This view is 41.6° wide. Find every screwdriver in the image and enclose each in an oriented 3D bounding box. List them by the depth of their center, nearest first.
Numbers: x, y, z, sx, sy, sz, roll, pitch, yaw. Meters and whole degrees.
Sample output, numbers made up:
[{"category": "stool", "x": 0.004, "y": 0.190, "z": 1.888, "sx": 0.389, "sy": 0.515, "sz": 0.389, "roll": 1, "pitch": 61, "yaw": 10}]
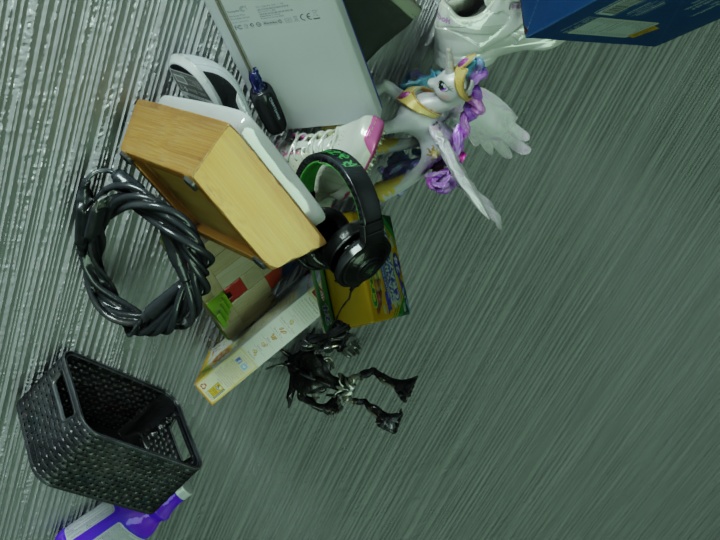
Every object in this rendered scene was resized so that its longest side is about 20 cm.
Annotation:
[{"category": "screwdriver", "x": -0.109, "y": -0.209, "z": 0.930, "sx": 0.029, "sy": 0.028, "sz": 0.201, "roll": -22, "pitch": 141, "yaw": -4}]

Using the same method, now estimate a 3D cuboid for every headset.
[{"category": "headset", "x": -0.033, "y": -0.019, "z": 0.961, "sx": 0.093, "sy": 0.123, "sz": 0.203, "roll": -21, "pitch": 119, "yaw": -33}]

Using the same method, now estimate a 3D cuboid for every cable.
[{"category": "cable", "x": -0.230, "y": -0.007, "z": 1.005, "sx": 0.051, "sy": 0.161, "sz": 0.202, "roll": -57, "pitch": 167, "yaw": -50}]

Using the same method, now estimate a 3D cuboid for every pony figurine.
[{"category": "pony figurine", "x": 0.086, "y": -0.146, "z": 1.055, "sx": 0.198, "sy": 0.168, "sz": 0.193, "roll": -18, "pitch": 130, "yaw": 37}]

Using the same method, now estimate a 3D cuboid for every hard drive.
[{"category": "hard drive", "x": -0.067, "y": -0.223, "z": 0.942, "sx": 0.130, "sy": 0.026, "sz": 0.201, "roll": -2, "pitch": 143, "yaw": 19}]

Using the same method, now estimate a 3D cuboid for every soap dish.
[{"category": "soap dish", "x": -0.139, "y": -0.087, "z": 0.923, "sx": 0.081, "sy": 0.199, "sz": 0.158, "roll": -49, "pitch": 127, "yaw": -14}]

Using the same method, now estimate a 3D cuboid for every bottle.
[{"category": "bottle", "x": -0.332, "y": 0.352, "z": 1.344, "sx": 0.199, "sy": 0.066, "sz": 0.084, "roll": -35, "pitch": 140, "yaw": 1}]

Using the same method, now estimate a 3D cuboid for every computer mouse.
[{"category": "computer mouse", "x": -0.127, "y": -0.150, "z": 0.981, "sx": 0.044, "sy": 0.109, "sz": 0.201, "roll": -44, "pitch": 134, "yaw": -18}]

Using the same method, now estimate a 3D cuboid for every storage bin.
[{"category": "storage bin", "x": -0.305, "y": 0.201, "z": 1.161, "sx": 0.094, "sy": 0.136, "sz": 0.199, "roll": -43, "pitch": 138, "yaw": 12}]

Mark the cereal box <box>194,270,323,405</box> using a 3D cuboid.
[{"category": "cereal box", "x": -0.111, "y": 0.070, "z": 1.167, "sx": 0.199, "sy": 0.144, "sz": 0.040, "roll": -39, "pitch": 99, "yaw": 7}]

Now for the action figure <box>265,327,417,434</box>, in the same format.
[{"category": "action figure", "x": -0.028, "y": 0.152, "z": 1.311, "sx": 0.102, "sy": 0.198, "sz": 0.120, "roll": -4, "pitch": 115, "yaw": -80}]

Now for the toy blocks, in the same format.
[{"category": "toy blocks", "x": -0.139, "y": -0.017, "z": 1.108, "sx": 0.136, "sy": 0.100, "sz": 0.201, "roll": -39, "pitch": 140, "yaw": -12}]

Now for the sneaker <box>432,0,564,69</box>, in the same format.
[{"category": "sneaker", "x": 0.171, "y": -0.288, "z": 1.047, "sx": 0.198, "sy": 0.075, "sz": 0.100, "roll": -24, "pitch": 140, "yaw": -12}]

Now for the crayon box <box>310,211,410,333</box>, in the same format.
[{"category": "crayon box", "x": 0.000, "y": 0.000, "z": 1.108, "sx": 0.051, "sy": 0.128, "sz": 0.200, "roll": -13, "pitch": 178, "yaw": 18}]

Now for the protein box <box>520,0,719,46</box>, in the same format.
[{"category": "protein box", "x": 0.296, "y": -0.329, "z": 0.971, "sx": 0.197, "sy": 0.137, "sz": 0.198, "roll": -5, "pitch": 176, "yaw": -30}]

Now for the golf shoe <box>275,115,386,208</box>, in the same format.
[{"category": "golf shoe", "x": -0.044, "y": -0.117, "z": 1.018, "sx": 0.091, "sy": 0.076, "sz": 0.200, "roll": 29, "pitch": 150, "yaw": -15}]

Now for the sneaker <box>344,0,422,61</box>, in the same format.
[{"category": "sneaker", "x": -0.030, "y": -0.267, "z": 0.937, "sx": 0.106, "sy": 0.075, "sz": 0.199, "roll": -48, "pitch": 138, "yaw": 17}]
